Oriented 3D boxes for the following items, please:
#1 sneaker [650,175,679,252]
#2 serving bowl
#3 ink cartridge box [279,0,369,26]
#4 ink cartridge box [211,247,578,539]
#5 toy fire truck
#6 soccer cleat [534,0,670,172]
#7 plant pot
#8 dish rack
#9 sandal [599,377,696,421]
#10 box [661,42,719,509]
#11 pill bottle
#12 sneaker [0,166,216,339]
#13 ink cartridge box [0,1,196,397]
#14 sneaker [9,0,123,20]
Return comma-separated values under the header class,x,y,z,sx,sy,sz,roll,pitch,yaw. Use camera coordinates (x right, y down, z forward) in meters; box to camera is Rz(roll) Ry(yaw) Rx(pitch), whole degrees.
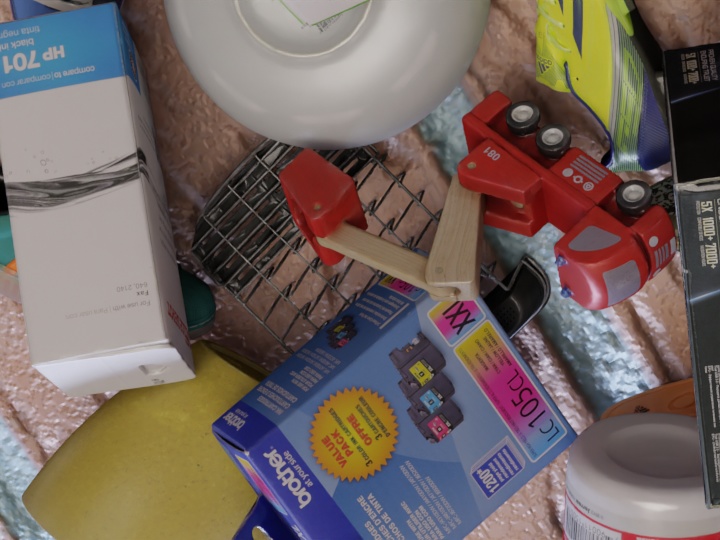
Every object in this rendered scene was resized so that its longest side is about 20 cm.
class,x,y,z,sx,sy,sz,roll,pitch,yaw
sneaker,0.250,-0.071,1.442,0.198,0.077,0.089,-14,126,9
serving bowl,-0.026,-0.167,1.447,0.198,0.066,0.202,2,99,12
ink cartridge box,0.000,-0.257,1.354,0.145,0.201,0.084,-22,149,19
ink cartridge box,0.008,0.106,1.468,0.200,0.076,0.137,-40,109,-9
toy fire truck,0.065,-0.029,1.421,0.200,0.141,0.049,39,160,32
soccer cleat,0.127,-0.145,1.451,0.083,0.065,0.201,-22,106,24
plant pot,-0.090,0.130,1.561,0.199,0.200,0.143,31,92,-2
dish rack,0.000,0.000,1.546,0.200,0.055,0.153,44,113,-6
sandal,0.231,0.058,1.505,0.205,0.079,0.060,-16,111,20
box,0.216,-0.002,1.352,0.085,0.164,0.201,-5,118,8
pill bottle,0.173,0.196,1.483,0.111,0.112,0.202,5,114,10
sneaker,-0.180,-0.018,1.565,0.199,0.071,0.080,19,119,5
ink cartridge box,-0.157,-0.037,1.462,0.085,0.146,0.202,-9,79,0
sneaker,-0.179,-0.196,1.448,0.080,0.147,0.201,20,115,3
